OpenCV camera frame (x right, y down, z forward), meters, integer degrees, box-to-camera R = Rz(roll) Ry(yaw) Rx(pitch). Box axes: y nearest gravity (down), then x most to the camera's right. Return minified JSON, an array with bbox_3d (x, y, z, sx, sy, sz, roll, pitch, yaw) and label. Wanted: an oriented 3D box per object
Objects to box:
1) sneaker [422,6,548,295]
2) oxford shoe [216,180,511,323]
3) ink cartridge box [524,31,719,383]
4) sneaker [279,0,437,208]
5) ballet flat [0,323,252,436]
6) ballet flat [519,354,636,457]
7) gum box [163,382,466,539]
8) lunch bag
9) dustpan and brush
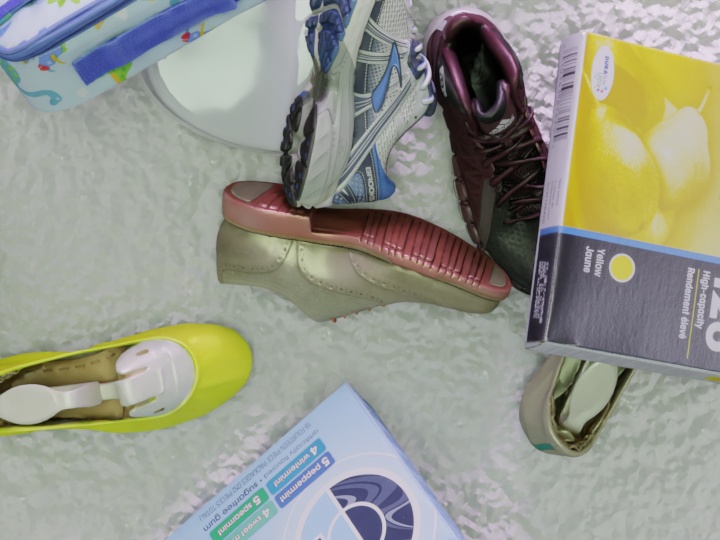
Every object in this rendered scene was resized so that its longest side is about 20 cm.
[{"bbox_3d":[0.089,-0.074,1.233,0.075,0.116,0.202,-23,92,2],"label":"sneaker"},{"bbox_3d":[0.000,0.000,1.270,0.198,0.071,0.075,17,112,7],"label":"oxford shoe"},{"bbox_3d":[0.211,-0.033,1.225,0.198,0.047,0.200,9,81,-15],"label":"ink cartridge box"},{"bbox_3d":[0.009,-0.134,1.229,0.084,0.077,0.202,7,112,-23],"label":"sneaker"},{"bbox_3d":[-0.170,0.078,1.270,0.198,0.067,0.068,-8,92,1],"label":"ballet flat"},{"bbox_3d":[0.171,0.035,1.264,0.069,0.069,0.201,28,93,-1],"label":"ballet flat"},{"bbox_3d":[-0.018,0.198,1.227,0.170,0.045,0.200,-41,49,3],"label":"gum box"},{"bbox_3d":[-0.149,-0.198,1.209,0.199,0.083,0.161,-29,49,3],"label":"lunch bag"},{"bbox_3d":[-0.124,-0.146,1.270,0.198,0.057,0.141,-2,104,-6],"label":"dustpan and brush"}]
